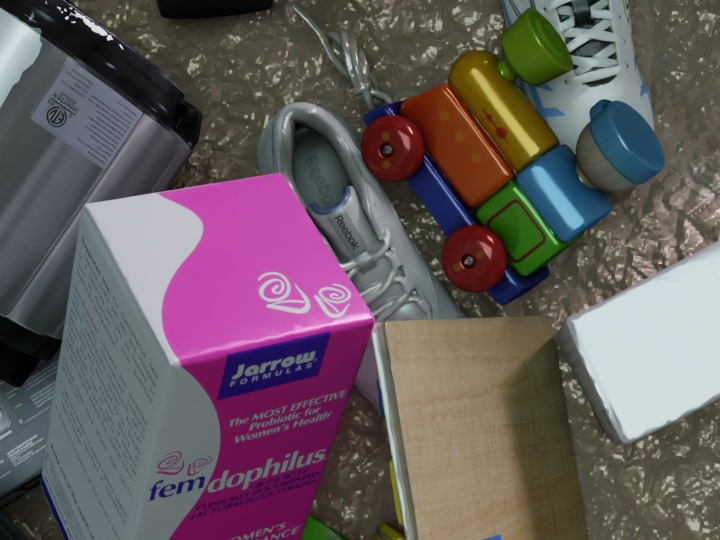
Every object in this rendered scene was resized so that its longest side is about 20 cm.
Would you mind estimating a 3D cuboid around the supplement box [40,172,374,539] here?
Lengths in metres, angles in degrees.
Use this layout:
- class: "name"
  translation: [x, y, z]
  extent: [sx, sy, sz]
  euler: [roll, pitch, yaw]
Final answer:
- class: "supplement box"
  translation: [-0.079, 0.064, 0.734]
  extent: [0.101, 0.200, 0.103]
  euler: [-12, 49, -28]

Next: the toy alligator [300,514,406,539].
- class: "toy alligator"
  translation: [0.002, 0.161, 0.821]
  extent: [0.200, 0.054, 0.059]
  euler: [31, 88, 7]

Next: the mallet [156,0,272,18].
- class: "mallet"
  translation: [-0.097, -0.235, 0.875]
  extent: [0.066, 0.041, 0.201]
  euler: [-13, 80, 0]

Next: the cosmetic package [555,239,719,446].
- class: "cosmetic package"
  translation: [0.203, 0.013, 0.795]
  extent: [0.200, 0.102, 0.074]
  euler: [-26, 83, 1]

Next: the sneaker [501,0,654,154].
- class: "sneaker"
  translation: [0.111, -0.141, 0.830]
  extent: [0.072, 0.072, 0.201]
  euler: [-14, 85, 2]

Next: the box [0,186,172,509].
- class: "box"
  translation: [-0.179, 0.025, 0.850]
  extent: [0.200, 0.051, 0.158]
  euler: [-33, 83, 2]

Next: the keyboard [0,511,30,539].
- class: "keyboard"
  translation: [-0.189, 0.208, 0.803]
  extent: [0.127, 0.021, 0.200]
  euler: [-39, 114, -5]

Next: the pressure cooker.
- class: "pressure cooker"
  translation: [-0.195, -0.041, 0.742]
  extent: [0.176, 0.179, 0.200]
  euler: [33, 87, 4]

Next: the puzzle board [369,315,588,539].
- class: "puzzle board"
  translation: [0.062, 0.098, 0.756]
  extent: [0.017, 0.200, 0.151]
  euler: [-12, 84, 28]

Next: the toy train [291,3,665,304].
- class: "toy train"
  translation: [0.057, -0.094, 0.805]
  extent: [0.116, 0.085, 0.200]
  euler: [-39, 82, 27]

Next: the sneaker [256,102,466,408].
- class: "sneaker"
  translation: [0.000, 0.000, 0.819]
  extent: [0.074, 0.087, 0.200]
  euler: [-32, 84, 0]
